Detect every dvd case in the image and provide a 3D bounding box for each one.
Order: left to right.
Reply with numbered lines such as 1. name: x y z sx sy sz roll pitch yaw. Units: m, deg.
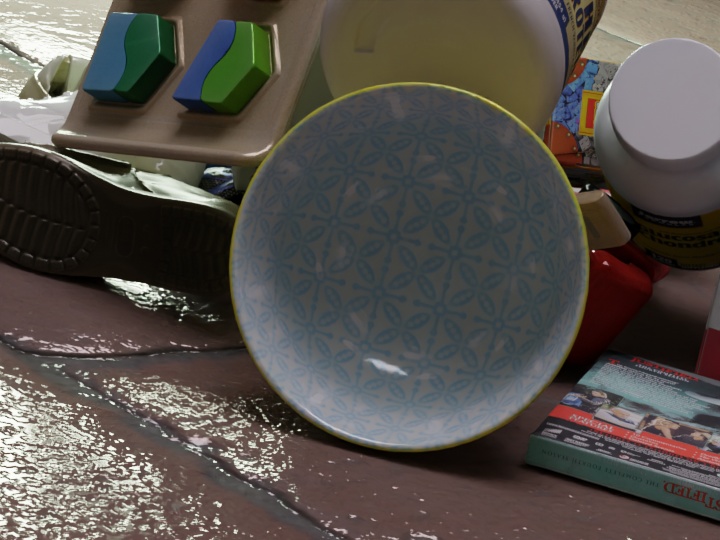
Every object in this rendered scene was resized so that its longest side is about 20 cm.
1. dvd case: 0.188 0.096 1.599 0.146 0.022 0.200 16 18 13

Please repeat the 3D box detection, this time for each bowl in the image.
1. bowl: 0.034 -0.002 1.543 0.200 0.201 0.108 14 3 9

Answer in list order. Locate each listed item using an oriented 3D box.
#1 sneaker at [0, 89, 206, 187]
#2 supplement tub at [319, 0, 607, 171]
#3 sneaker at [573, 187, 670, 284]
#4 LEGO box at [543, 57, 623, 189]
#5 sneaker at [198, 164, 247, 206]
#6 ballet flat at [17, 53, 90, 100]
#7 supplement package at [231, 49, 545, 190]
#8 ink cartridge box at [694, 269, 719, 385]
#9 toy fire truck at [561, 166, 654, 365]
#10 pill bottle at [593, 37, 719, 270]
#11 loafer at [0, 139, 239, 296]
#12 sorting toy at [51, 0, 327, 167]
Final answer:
1. sneaker: -0.187 -0.094 1.801 0.200 0.074 0.116 14 46 13
2. supplement tub: 0.068 -0.162 1.627 0.144 0.145 0.200 14 32 10
3. sneaker: 0.123 -0.031 1.891 0.200 0.074 0.087 10 18 -8
4. LEGO box: 0.167 -0.100 2.024 0.149 0.077 0.200 7 -5 -20
5. sneaker: -0.029 -0.029 1.806 0.200 0.075 0.078 2 26 -5
6. ballet flat: -0.200 -0.121 1.983 0.069 0.070 0.200 5 17 -21
7. supplement package: 0.017 -0.125 1.792 0.200 0.117 0.117 1 34 -8
8. ink cartridge box: 0.283 -0.019 1.728 0.083 0.200 0.146 18 18 19
9. toy fire truck: 0.111 -0.015 1.660 0.176 0.129 0.200 35 15 -23
10. pill bottle: 0.210 -0.077 1.778 0.112 0.112 0.200 16 -12 16
11. loafer: -0.152 -0.030 1.703 0.200 0.076 0.067 19 11 16
12. sorting toy: -0.092 -0.157 1.661 0.185 0.200 0.036 8 -22 43
